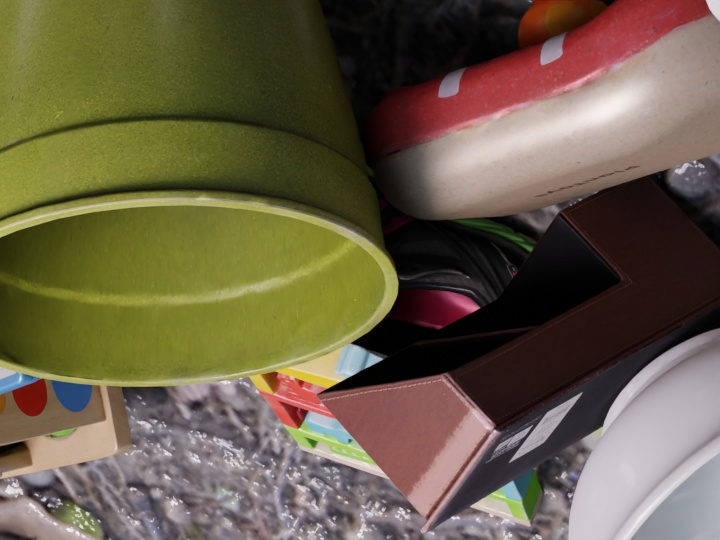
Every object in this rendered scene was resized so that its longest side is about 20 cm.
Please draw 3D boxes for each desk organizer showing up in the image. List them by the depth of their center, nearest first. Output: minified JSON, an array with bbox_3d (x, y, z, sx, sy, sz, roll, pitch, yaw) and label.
[{"bbox_3d":[0.080,0.030,1.225,0.077,0.200,0.072,47,133,16],"label":"desk organizer"}]

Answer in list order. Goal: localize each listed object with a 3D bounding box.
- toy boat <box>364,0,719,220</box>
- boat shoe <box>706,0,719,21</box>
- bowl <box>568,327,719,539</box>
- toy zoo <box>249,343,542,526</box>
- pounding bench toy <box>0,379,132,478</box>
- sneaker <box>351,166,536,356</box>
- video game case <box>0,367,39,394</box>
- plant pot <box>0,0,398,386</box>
[{"bbox_3d":[0.091,-0.104,1.205,0.199,0.130,0.132,-17,83,35],"label":"toy boat"},{"bbox_3d":[0.130,-0.194,1.109,0.070,0.071,0.201,-25,85,38],"label":"boat shoe"},{"bbox_3d":[0.166,0.089,1.221,0.091,0.200,0.202,58,142,38],"label":"bowl"},{"bbox_3d":[0.014,0.069,1.332,0.131,0.021,0.200,17,165,16],"label":"toy zoo"},{"bbox_3d":[-0.180,0.042,1.393,0.199,0.156,0.125,-13,88,33],"label":"pounding bench toy"},{"bbox_3d":[0.000,0.000,1.327,0.199,0.084,0.077,16,126,17],"label":"sneaker"},{"bbox_3d":[-0.247,0.011,1.331,0.199,0.018,0.144,-20,84,32],"label":"video game case"},{"bbox_3d":[-0.089,-0.076,1.213,0.199,0.194,0.201,-3,157,-1],"label":"plant pot"}]
